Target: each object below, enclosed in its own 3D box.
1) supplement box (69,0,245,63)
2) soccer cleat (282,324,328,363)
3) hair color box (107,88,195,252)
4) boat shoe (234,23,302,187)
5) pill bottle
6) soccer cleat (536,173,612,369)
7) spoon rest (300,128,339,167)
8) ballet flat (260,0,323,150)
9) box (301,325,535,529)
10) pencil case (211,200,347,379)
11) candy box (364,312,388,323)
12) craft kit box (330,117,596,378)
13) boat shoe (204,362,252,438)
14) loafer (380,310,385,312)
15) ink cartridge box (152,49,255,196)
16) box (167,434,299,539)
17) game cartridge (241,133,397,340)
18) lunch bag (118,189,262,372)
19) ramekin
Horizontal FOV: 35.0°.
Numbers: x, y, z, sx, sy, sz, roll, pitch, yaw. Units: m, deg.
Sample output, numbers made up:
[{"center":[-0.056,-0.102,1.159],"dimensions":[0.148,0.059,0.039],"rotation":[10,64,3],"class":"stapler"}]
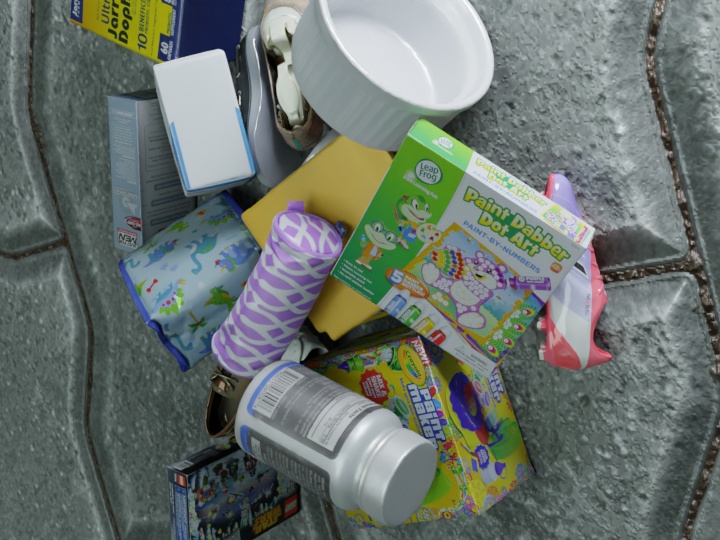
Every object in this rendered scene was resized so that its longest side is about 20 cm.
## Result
[{"center":[-0.249,-0.332,1.397],"dimensions":[0.199,0.109,0.109],"rotation":[28,120,32],"class":"supplement box"},{"center":[-0.079,0.094,1.400],"dimensions":[0.085,0.068,0.201],"rotation":[-47,59,44],"class":"soccer cleat"},{"center":[-0.269,-0.130,1.484],"dimensions":[0.060,0.099,0.201],"rotation":[15,113,36],"class":"hair color box"},{"center":[-0.112,-0.189,1.339],"dimensions":[0.056,0.068,0.201],"rotation":[-21,68,50],"class":"boat shoe"},{"center":[-0.026,0.182,1.205],"dimensions":[0.199,0.114,0.114],"rotation":[24,118,31],"class":"pill bottle"},{"center":[0.215,0.002,1.152],"dimensions":[0.076,0.067,0.201],"rotation":[-1,99,9],"class":"soccer cleat"},{"center":[-0.062,-0.079,1.352],"dimensions":[0.099,0.060,0.201],"rotation":[42,126,23],"class":"spoon rest"},{"center":[-0.078,-0.238,1.287],"dimensions":[0.068,0.067,0.201],"rotation":[-13,83,16],"class":"ballet flat"},{"center":[0.061,0.167,1.286],"dimensions":[0.192,0.122,0.201],"rotation":[-18,92,41],"class":"box"},{"center":[-0.093,0.024,1.222],"dimensions":[0.086,0.084,0.201],"rotation":[52,125,34],"class":"pencil case"},{"center":[0.055,-0.010,1.297],"dimensions":[0.199,0.026,0.103],"rotation":[-20,87,42],"class":"candy box"},{"center":[0.095,-0.017,1.121],"dimensions":[0.199,0.049,0.198],"rotation":[32,126,3],"class":"craft kit box"},{"center":[-0.158,0.142,1.494],"dimensions":[0.076,0.072,0.201],"rotation":[30,121,29],"class":"boat shoe"},{"center":[0.000,0.000,1.286],"dimensions":[0.199,0.070,0.076],"rotation":[6,108,24],"class":"loafer"},{"center":[-0.185,-0.166,1.342],"dimensions":[0.200,0.084,0.145],"rotation":[-169,64,-82],"class":"ink cartridge box"},{"center":[-0.157,0.280,1.451],"dimensions":[0.040,0.200,0.138],"rotation":[14,113,37],"class":"box"},{"center":[-0.011,-0.041,1.223],"dimensions":[0.200,0.032,0.177],"rotation":[-34,89,32],"class":"game cartridge"},{"center":[-0.196,-0.001,1.391],"dimensions":[0.200,0.170,0.128],"rotation":[50,171,47],"class":"lunch bag"},{"center":[0.026,-0.217,1.148],"dimensions":[0.201,0.200,0.098],"rotation":[57,139,11],"class":"ramekin"}]
